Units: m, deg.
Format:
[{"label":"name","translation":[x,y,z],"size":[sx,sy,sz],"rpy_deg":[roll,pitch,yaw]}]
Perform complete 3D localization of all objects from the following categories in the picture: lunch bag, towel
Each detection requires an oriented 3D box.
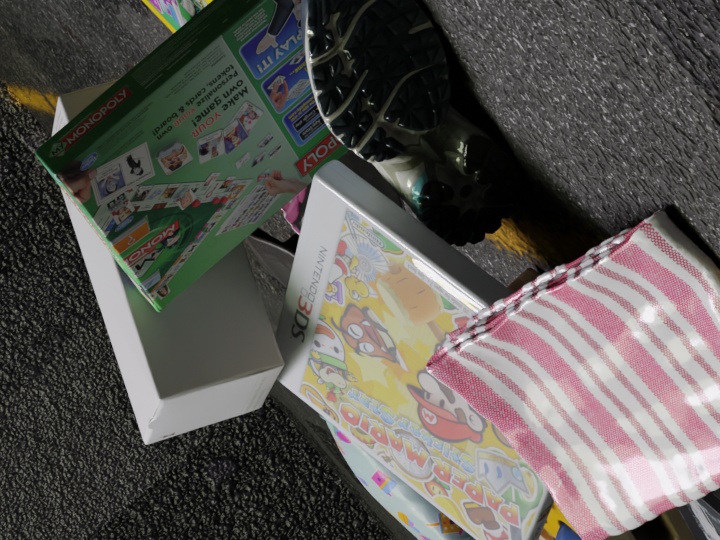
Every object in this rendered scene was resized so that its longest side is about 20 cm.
[{"label":"lunch bag","translation":[0.050,0.147,2.042],"size":[0.170,0.122,0.200],"rpy_deg":[48,174,-4]},{"label":"towel","translation":[0.136,0.062,1.235],"size":[0.146,0.030,0.200],"rpy_deg":[47,141,-8]}]

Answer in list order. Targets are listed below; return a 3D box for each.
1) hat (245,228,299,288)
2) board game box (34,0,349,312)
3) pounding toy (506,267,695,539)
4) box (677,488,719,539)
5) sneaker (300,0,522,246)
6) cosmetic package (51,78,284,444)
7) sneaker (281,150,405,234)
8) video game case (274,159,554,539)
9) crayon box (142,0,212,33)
[{"label":"hat","translation":[0.000,0.000,1.794],"size":[0.200,0.081,0.201],"rpy_deg":[40,175,4]},{"label":"board game box","translation":[-0.072,-0.084,1.354],"size":[0.029,0.200,0.135],"rpy_deg":[43,170,41]},{"label":"pounding toy","translation":[0.110,0.105,1.477],"size":[0.184,0.142,0.200],"rpy_deg":[39,168,45]},{"label":"box","translation":[0.263,0.181,1.352],"size":[0.200,0.050,0.158],"rpy_deg":[42,170,39]},{"label":"sneaker","translation":[0.010,-0.095,1.322],"size":[0.086,0.078,0.200],"rpy_deg":[44,171,47]},{"label":"cosmetic package","translation":[-0.122,-0.009,1.463],"size":[0.108,0.084,0.201],"rpy_deg":[124,127,-70]},{"label":"sneaker","translation":[-0.031,-0.080,1.663],"size":[0.200,0.080,0.086],"rpy_deg":[54,-174,18]},{"label":"video game case","translation":[0.038,0.057,1.373],"size":[0.200,0.023,0.182],"rpy_deg":[37,142,18]},{"label":"crayon box","translation":[-0.117,-0.209,1.509],"size":[0.173,0.058,0.200],"rpy_deg":[45,171,13]}]
